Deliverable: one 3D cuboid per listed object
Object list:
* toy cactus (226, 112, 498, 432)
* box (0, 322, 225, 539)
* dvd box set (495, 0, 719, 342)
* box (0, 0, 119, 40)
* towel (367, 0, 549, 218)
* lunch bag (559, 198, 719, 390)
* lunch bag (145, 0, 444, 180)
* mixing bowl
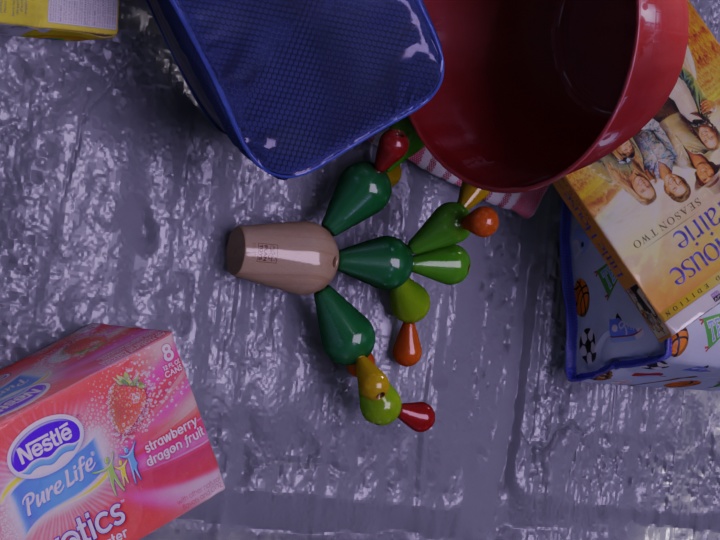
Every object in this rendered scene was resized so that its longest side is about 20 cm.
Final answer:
[{"bbox_3d":[0.000,0.000,1.292,0.164,0.102,0.201,5,102,-26],"label":"toy cactus"},{"bbox_3d":[-0.188,0.115,1.137,0.199,0.094,0.103,-27,107,-34],"label":"box"},{"bbox_3d":[0.198,-0.075,1.352,0.146,0.029,0.201,-32,87,-14],"label":"dvd box set"},{"bbox_3d":[-0.225,-0.192,1.130,0.199,0.048,0.118,3,90,-41],"label":"box"},{"bbox_3d":[0.074,-0.132,1.359,0.199,0.030,0.147,23,96,-36],"label":"towel"},{"bbox_3d":[0.232,-0.024,1.452,0.169,0.124,0.201,7,74,-37],"label":"lunch bag"},{"bbox_3d":[-0.047,-0.157,1.211,0.135,0.132,0.201,-29,116,-8],"label":"lunch bag"},{"bbox_3d":[0.125,-0.146,1.258,0.108,0.199,0.202,-1,92,-43],"label":"mixing bowl"}]
